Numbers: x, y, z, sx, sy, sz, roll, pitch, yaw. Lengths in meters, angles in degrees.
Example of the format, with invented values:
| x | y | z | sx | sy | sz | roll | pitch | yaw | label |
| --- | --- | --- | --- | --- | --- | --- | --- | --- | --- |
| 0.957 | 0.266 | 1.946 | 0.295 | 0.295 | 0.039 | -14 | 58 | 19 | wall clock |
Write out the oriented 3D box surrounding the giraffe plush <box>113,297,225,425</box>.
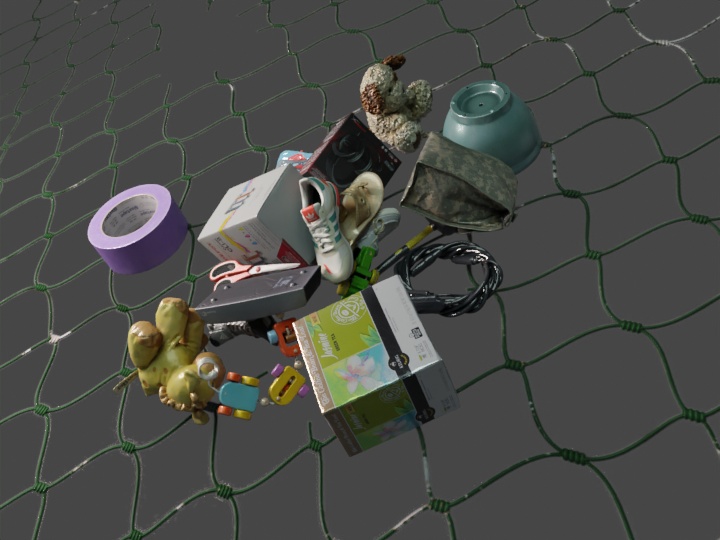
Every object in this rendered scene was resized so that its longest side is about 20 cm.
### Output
| x | y | z | sx | sy | sz | roll | pitch | yaw | label |
| --- | --- | --- | --- | --- | --- | --- | --- | --- | --- |
| -0.307 | 0.171 | 1.381 | 0.162 | 0.173 | 0.200 | 28 | 77 | 32 | giraffe plush |

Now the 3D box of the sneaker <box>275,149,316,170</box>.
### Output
| x | y | z | sx | sy | sz | roll | pitch | yaw | label |
| --- | --- | --- | --- | --- | --- | --- | --- | --- | --- |
| -0.101 | -0.201 | 1.719 | 0.200 | 0.079 | 0.096 | 4 | 63 | 36 | sneaker |

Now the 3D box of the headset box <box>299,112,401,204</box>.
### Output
| x | y | z | sx | sy | sz | roll | pitch | yaw | label |
| --- | --- | --- | --- | --- | --- | --- | --- | --- | --- |
| -0.031 | -0.189 | 1.598 | 0.077 | 0.149 | 0.200 | -24 | 27 | 55 | headset box |

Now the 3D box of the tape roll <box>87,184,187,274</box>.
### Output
| x | y | z | sx | sy | sz | roll | pitch | yaw | label |
| --- | --- | --- | --- | --- | --- | --- | --- | --- | --- |
| -0.488 | -0.092 | 1.764 | 0.199 | 0.085 | 0.200 | -12 | 44 | 12 | tape roll |

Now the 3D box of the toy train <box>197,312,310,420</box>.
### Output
| x | y | z | sx | sy | sz | roll | pitch | yaw | label |
| --- | --- | --- | --- | --- | --- | --- | --- | --- | --- |
| -0.167 | 0.164 | 1.348 | 0.200 | 0.056 | 0.151 | -25 | 86 | -18 | toy train |

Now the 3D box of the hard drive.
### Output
| x | y | z | sx | sy | sz | roll | pitch | yaw | label |
| --- | --- | --- | --- | --- | --- | --- | --- | --- | --- |
| -0.171 | 0.043 | 1.386 | 0.199 | 0.042 | 0.135 | -11 | 16 | 15 | hard drive |

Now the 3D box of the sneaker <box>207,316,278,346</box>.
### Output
| x | y | z | sx | sy | sz | roll | pitch | yaw | label |
| --- | --- | --- | --- | --- | --- | --- | --- | --- | --- |
| -0.215 | 0.111 | 1.464 | 0.115 | 0.075 | 0.200 | -40 | 35 | -9 | sneaker |

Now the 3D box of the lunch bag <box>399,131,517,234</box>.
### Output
| x | y | z | sx | sy | sz | roll | pitch | yaw | label |
| --- | --- | --- | --- | --- | --- | --- | --- | --- | --- |
| 0.190 | -0.149 | 1.461 | 0.200 | 0.118 | 0.164 | 22 | 32 | 2 | lunch bag |

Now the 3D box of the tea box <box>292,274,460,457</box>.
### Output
| x | y | z | sx | sy | sz | roll | pitch | yaw | label |
| --- | --- | --- | --- | --- | --- | --- | --- | --- | --- |
| 0.022 | 0.148 | 1.267 | 0.196 | 0.134 | 0.200 | -26 | 44 | 0 | tea box |

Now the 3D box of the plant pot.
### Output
| x | y | z | sx | sy | sz | roll | pitch | yaw | label |
| --- | --- | --- | --- | --- | --- | --- | --- | --- | --- |
| 0.250 | -0.289 | 1.590 | 0.200 | 0.134 | 0.201 | -12 | 45 | 13 | plant pot |

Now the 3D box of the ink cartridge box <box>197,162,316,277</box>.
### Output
| x | y | z | sx | sy | sz | roll | pitch | yaw | label |
| --- | --- | --- | --- | --- | --- | --- | --- | --- | --- |
| -0.178 | -0.084 | 1.529 | 0.200 | 0.145 | 0.145 | -15 | 39 | 46 | ink cartridge box |

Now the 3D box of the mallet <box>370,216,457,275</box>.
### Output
| x | y | z | sx | sy | sz | roll | pitch | yaw | label |
| --- | --- | --- | --- | --- | --- | --- | --- | --- | --- |
| 0.099 | -0.043 | 1.494 | 0.200 | 0.041 | 0.066 | -45 | 49 | -13 | mallet |

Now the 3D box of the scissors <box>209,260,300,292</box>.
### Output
| x | y | z | sx | sy | sz | roll | pitch | yaw | label |
| --- | --- | --- | --- | --- | --- | --- | --- | --- | --- |
| -0.200 | -0.006 | 1.494 | 0.200 | 0.014 | 0.073 | -22 | 55 | 22 | scissors |

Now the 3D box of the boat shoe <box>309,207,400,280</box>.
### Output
| x | y | z | sx | sy | sz | roll | pitch | yaw | label |
| --- | --- | --- | --- | --- | --- | --- | --- | --- | --- |
| -0.001 | -0.045 | 1.523 | 0.200 | 0.070 | 0.072 | -30 | 62 | -7 | boat shoe |

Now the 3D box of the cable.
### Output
| x | y | z | sx | sy | sz | roll | pitch | yaw | label |
| --- | --- | --- | --- | --- | --- | --- | --- | --- | --- |
| 0.154 | 0.012 | 1.410 | 0.199 | 0.051 | 0.163 | -6 | 41 | 22 | cable |

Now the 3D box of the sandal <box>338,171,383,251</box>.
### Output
| x | y | z | sx | sy | sz | roll | pitch | yaw | label |
| --- | --- | --- | --- | --- | --- | --- | --- | --- | --- |
| -0.017 | -0.113 | 1.483 | 0.077 | 0.070 | 0.212 | 16 | 66 | 21 | sandal |

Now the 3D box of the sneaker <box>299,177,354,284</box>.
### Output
| x | y | z | sx | sy | sz | roll | pitch | yaw | label |
| --- | --- | --- | --- | --- | --- | --- | --- | --- | --- |
| -0.071 | -0.073 | 1.418 | 0.070 | 0.093 | 0.200 | -18 | 73 | 25 | sneaker |

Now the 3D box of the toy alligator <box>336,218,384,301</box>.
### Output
| x | y | z | sx | sy | sz | roll | pitch | yaw | label |
| --- | --- | --- | --- | --- | --- | --- | --- | --- | --- |
| 0.000 | 0.000 | 1.464 | 0.054 | 0.059 | 0.200 | -29 | 39 | 66 | toy alligator |

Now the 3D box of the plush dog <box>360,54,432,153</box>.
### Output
| x | y | z | sx | sy | sz | roll | pitch | yaw | label |
| --- | --- | --- | --- | --- | --- | --- | --- | --- | --- |
| 0.055 | -0.364 | 1.720 | 0.160 | 0.172 | 0.200 | 0 | 49 | 25 | plush dog |
